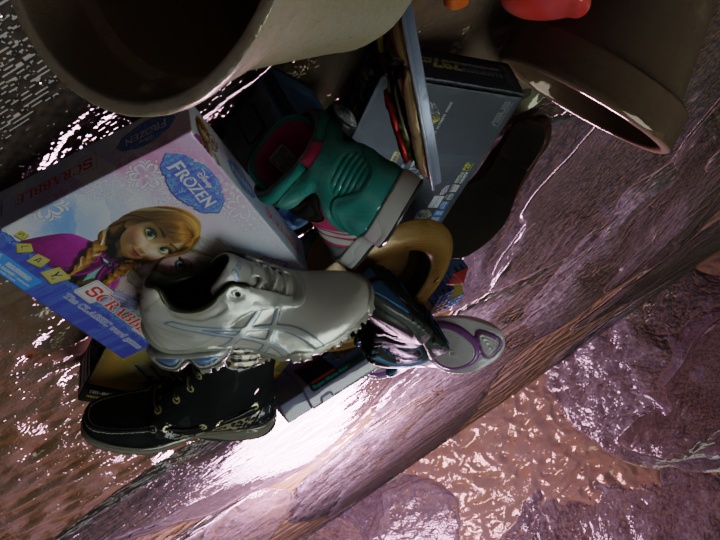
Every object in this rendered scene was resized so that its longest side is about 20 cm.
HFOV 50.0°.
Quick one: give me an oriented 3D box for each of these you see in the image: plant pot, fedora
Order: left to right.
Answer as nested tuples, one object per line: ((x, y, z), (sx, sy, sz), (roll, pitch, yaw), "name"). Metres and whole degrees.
((-0.057, -0.189, 0.411), (0.201, 0.201, 0.183), (-49, 164, 31), "plant pot")
((0.000, 0.000, 0.812), (0.198, 0.082, 0.202), (-23, 147, -16), "fedora")
((0.265, -0.239, 0.765), (0.176, 0.199, 0.199), (-59, 152, 11), "plant pot")

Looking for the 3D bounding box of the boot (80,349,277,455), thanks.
((-0.173, 0.106, 0.764), (0.200, 0.074, 0.155), (-1, 133, -18), "boot")

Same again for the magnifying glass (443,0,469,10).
((0.092, -0.293, 0.611), (0.079, 0.023, 0.201), (-28, 154, -18), "magnifying glass")

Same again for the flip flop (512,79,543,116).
((0.138, -0.168, 0.865), (0.198, 0.058, 0.082), (-25, 156, -22), "flip flop")

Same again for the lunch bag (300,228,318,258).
((-0.053, 0.018, 0.948), (0.198, 0.076, 0.161), (-23, 157, -24), "lunch bag")

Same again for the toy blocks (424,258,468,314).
((0.083, -0.007, 1.003), (0.099, 0.138, 0.201), (-22, 155, -27), "toy blocks")

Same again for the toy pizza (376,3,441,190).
((0.029, -0.158, 0.575), (0.031, 0.204, 0.201), (-11, 158, 6), "toy pizza")

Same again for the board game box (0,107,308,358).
((-0.171, -0.021, 0.627), (0.197, 0.042, 0.200), (-25, 144, 10), "board game box")

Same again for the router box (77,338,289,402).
((-0.184, 0.090, 0.835), (0.197, 0.053, 0.158), (14, 132, -30), "router box")

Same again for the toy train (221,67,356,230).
((-0.091, -0.081, 0.692), (0.200, 0.087, 0.113), (-42, 147, 23), "toy train")

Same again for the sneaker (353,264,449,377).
((0.029, 0.062, 0.771), (0.081, 0.074, 0.200), (-34, 148, 6), "sneaker")

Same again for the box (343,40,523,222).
((0.048, -0.126, 0.778), (0.155, 0.052, 0.201), (2, 141, -26), "box")

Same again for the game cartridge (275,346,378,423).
((-0.025, 0.098, 0.917), (0.198, 0.039, 0.129), (-31, -165, -16), "game cartridge")

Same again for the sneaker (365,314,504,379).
((0.087, 0.084, 0.982), (0.196, 0.076, 0.100), (-6, -166, 22), "sneaker")

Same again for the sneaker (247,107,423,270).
((-0.031, -0.063, 0.616), (0.084, 0.120, 0.200), (-58, -175, -13), "sneaker")

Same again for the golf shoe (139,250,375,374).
((-0.082, 0.025, 0.629), (0.196, 0.079, 0.098), (-12, 139, -10), "golf shoe")

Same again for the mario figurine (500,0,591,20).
((0.187, -0.311, 0.667), (0.123, 0.106, 0.201), (37, 98, -29), "mario figurine")

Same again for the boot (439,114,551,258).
((0.168, -0.107, 0.936), (0.187, 0.064, 0.200), (-52, 178, 18), "boot")
